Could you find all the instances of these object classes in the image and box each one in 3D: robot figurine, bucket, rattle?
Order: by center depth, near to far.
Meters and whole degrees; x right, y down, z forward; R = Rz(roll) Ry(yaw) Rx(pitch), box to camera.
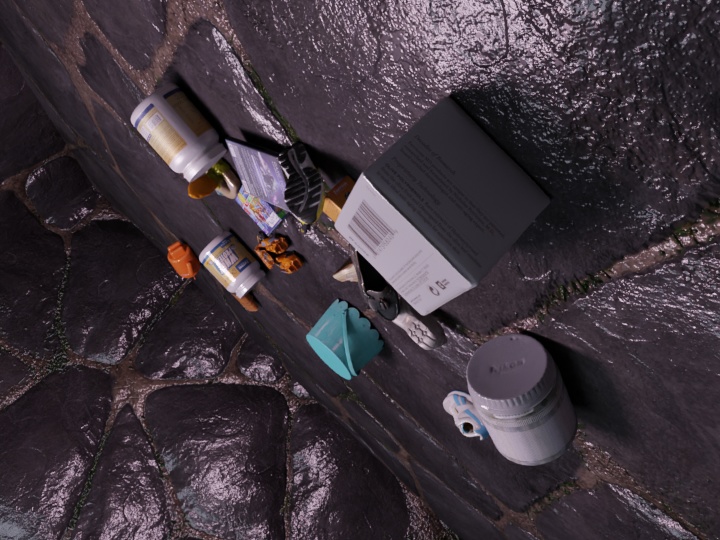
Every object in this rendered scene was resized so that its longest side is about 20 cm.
[{"bbox_3d":[-0.413,-0.216,1.635,0.130,0.144,0.199,36,159,-23],"label":"rattle"},{"bbox_3d":[-0.046,0.201,1.695,0.207,0.135,0.208,39,160,17],"label":"bucket"},{"bbox_3d":[-0.244,-0.048,1.723,0.146,0.058,0.199,55,158,-20],"label":"robot figurine"},{"bbox_3d":[-0.830,-0.043,2.806,0.142,0.117,0.201,7,144,22],"label":"robot figurine"}]

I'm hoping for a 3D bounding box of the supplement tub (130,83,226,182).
[{"bbox_3d":[-0.435,-0.330,1.441,0.200,0.144,0.144,50,159,-10],"label":"supplement tub"}]

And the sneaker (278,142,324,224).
[{"bbox_3d":[-0.100,-0.156,1.148,0.091,0.077,0.201,59,-166,-49],"label":"sneaker"}]

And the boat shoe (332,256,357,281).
[{"bbox_3d":[0.000,0.000,1.320,0.065,0.072,0.200,47,153,-9],"label":"boat shoe"}]

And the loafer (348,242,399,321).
[{"bbox_3d":[0.026,0.024,1.209,0.063,0.071,0.202,-97,-17,-70],"label":"loafer"}]

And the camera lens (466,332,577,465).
[{"bbox_3d":[0.288,0.233,1.059,0.159,0.160,0.201,20,148,50],"label":"camera lens"}]

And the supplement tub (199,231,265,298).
[{"bbox_3d":[-0.434,-0.018,2.032,0.200,0.145,0.145,46,160,-2],"label":"supplement tub"}]

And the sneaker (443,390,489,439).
[{"bbox_3d":[0.258,0.356,1.469,0.077,0.081,0.200,49,161,-16],"label":"sneaker"}]

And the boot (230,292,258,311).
[{"bbox_3d":[-0.474,0.113,2.473,0.155,0.073,0.200,58,169,-26],"label":"boot"}]

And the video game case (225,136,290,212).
[{"bbox_3d":[-0.217,-0.212,1.322,0.199,0.019,0.144,25,142,40],"label":"video game case"}]

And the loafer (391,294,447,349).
[{"bbox_3d":[0.109,0.095,1.284,0.069,0.070,0.200,8,-145,-49],"label":"loafer"}]

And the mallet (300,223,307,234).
[{"bbox_3d":[-0.135,-0.132,1.390,0.066,0.041,0.200,47,164,-2],"label":"mallet"}]

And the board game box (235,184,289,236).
[{"bbox_3d":[-0.258,-0.169,1.554,0.136,0.034,0.200,49,160,-7],"label":"board game box"}]

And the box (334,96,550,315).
[{"bbox_3d":[0.101,-0.078,0.821,0.200,0.171,0.199,44,160,1],"label":"box"}]

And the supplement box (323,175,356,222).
[{"bbox_3d":[0.018,-0.083,1.130,0.200,0.067,0.069,43,160,7],"label":"supplement box"}]
